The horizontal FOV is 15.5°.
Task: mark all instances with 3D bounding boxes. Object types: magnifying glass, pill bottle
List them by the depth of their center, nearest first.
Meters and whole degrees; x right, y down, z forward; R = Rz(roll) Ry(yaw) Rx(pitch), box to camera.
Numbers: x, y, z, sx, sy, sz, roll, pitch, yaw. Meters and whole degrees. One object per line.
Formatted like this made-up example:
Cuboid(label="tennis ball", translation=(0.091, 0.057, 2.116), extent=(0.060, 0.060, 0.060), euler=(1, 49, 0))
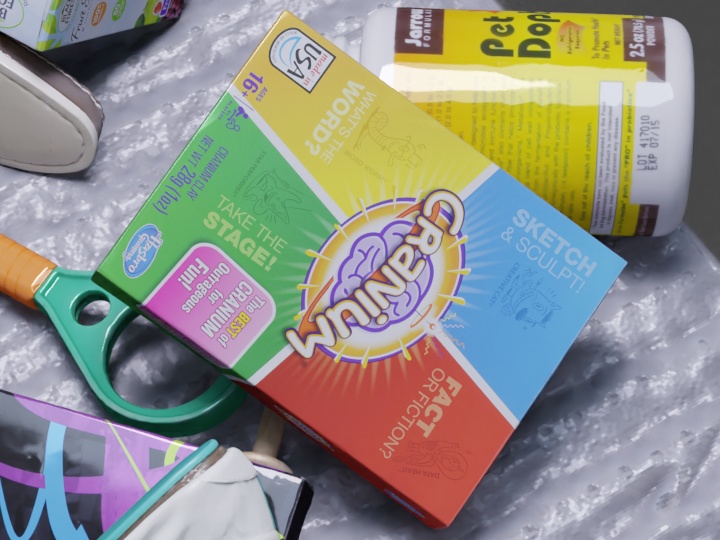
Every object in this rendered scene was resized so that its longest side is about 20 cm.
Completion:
Cuboid(label="magnifying glass", translation=(-0.135, 0.017, 1.281), extent=(0.199, 0.022, 0.080), euler=(26, 70, 28))
Cuboid(label="pill bottle", translation=(0.062, -0.074, 1.307), extent=(0.199, 0.109, 0.110), euler=(2, 54, 1))

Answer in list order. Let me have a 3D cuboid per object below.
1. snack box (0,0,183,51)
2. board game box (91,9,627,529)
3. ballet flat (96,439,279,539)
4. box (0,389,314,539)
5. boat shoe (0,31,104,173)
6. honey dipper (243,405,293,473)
Cuboid(label="snack box", translation=(-0.202, -0.185, 1.379), extent=(0.199, 0.053, 0.142), euler=(28, 24, 18))
Cuboid(label="board game box", translation=(0.000, 0.000, 1.223), extent=(0.200, 0.040, 0.153), euler=(36, 80, -4))
Cuboid(label="ballet flat", translation=(-0.118, 0.154, 1.124), extent=(0.200, 0.069, 0.070), euler=(-37, 61, -4))
Cuboid(label="box", translation=(-0.136, 0.134, 1.177), extent=(0.199, 0.036, 0.144), euler=(14, 77, 12))
Cuboid(label="boat shoe", translation=(-0.216, -0.114, 1.360), extent=(0.199, 0.072, 0.060), euler=(23, 44, 9))
Cuboid(label="honey dipper", translation=(-0.035, 0.054, 1.265), extent=(0.038, 0.038, 0.201), euler=(10, 51, 7))
